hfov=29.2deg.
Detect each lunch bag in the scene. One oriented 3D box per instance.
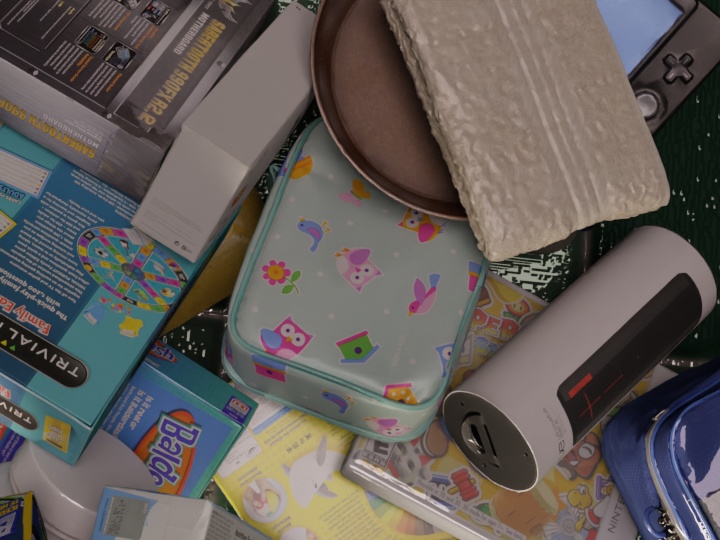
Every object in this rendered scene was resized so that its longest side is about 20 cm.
[{"bbox_3d":[0.259,0.119,0.874,0.199,0.132,0.136,-27,87,-17],"label":"lunch bag"},{"bbox_3d":[0.000,0.000,0.900,0.160,0.077,0.201,18,60,4],"label":"lunch bag"}]

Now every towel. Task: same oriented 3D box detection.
[{"bbox_3d":[0.101,-0.114,0.863,0.132,0.034,0.201,-18,83,-15],"label":"towel"}]

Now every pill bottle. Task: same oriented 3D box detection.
[{"bbox_3d":[-0.208,0.189,0.827,0.112,0.112,0.200,35,109,-2],"label":"pill bottle"}]

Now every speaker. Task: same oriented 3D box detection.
[{"bbox_3d":[0.146,0.055,0.910,0.200,0.081,0.081,-38,90,-29],"label":"speaker"}]

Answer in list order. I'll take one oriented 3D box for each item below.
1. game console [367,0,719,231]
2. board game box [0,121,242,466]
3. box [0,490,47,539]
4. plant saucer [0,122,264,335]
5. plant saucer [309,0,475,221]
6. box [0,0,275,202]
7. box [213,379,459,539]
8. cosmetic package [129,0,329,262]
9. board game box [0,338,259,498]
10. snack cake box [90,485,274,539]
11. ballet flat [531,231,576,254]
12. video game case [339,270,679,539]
[{"bbox_3d":[0.134,-0.157,0.940,0.200,0.118,0.171,41,103,-2],"label":"game console"},{"bbox_3d":[-0.182,-0.004,0.825,0.151,0.047,0.200,32,48,-3],"label":"board game box"},{"bbox_3d":[-0.186,0.220,0.746,0.070,0.064,0.201,-12,120,-6],"label":"box"},{"bbox_3d":[-0.177,-0.047,0.928,0.199,0.048,0.201,-32,89,-10],"label":"plant saucer"},{"bbox_3d":[0.062,-0.125,0.890,0.199,0.034,0.201,3,76,-12],"label":"plant saucer"},{"bbox_3d":[-0.161,-0.155,0.889,0.158,0.048,0.200,30,44,-5],"label":"box"},{"bbox_3d":[-0.021,0.150,0.928,0.117,0.048,0.200,-34,87,-10],"label":"box"},{"bbox_3d":[-0.071,-0.092,0.870,0.050,0.200,0.083,31,126,-2],"label":"cosmetic package"},{"bbox_3d":[-0.188,0.096,0.880,0.200,0.045,0.152,34,107,-1],"label":"board game box"},{"bbox_3d":[-0.093,0.203,0.790,0.067,0.200,0.116,5,70,17],"label":"snack cake box"},{"bbox_3d":[0.074,-0.083,0.957,0.200,0.064,0.067,41,82,-2],"label":"ballet flat"},{"bbox_3d":[0.109,0.104,0.932,0.199,0.023,0.183,28,61,-4],"label":"video game case"}]
